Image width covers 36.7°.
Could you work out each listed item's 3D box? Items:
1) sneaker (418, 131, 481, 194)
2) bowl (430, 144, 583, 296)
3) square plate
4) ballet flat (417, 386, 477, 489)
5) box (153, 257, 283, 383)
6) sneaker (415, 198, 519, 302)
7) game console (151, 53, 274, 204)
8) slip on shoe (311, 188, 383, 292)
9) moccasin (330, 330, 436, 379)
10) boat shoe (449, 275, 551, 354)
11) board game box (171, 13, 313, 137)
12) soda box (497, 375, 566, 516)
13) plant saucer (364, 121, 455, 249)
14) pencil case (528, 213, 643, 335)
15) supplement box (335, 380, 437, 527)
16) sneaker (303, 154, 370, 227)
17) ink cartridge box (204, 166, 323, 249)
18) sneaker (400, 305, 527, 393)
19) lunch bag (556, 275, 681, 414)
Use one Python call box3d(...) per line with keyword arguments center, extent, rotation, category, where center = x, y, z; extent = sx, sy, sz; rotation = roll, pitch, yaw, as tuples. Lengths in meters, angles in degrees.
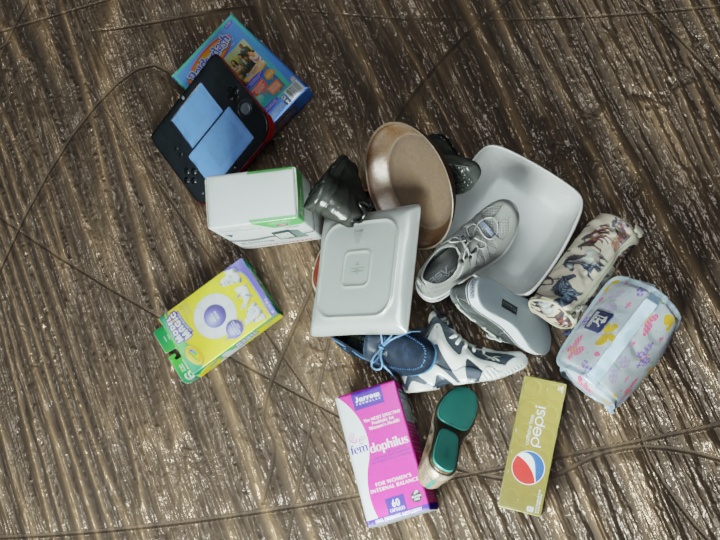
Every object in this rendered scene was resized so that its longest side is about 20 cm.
box3d(center=(0.122, -0.177, 1.709), extent=(0.199, 0.076, 0.091), rotation=(16, 63, 51), category="sneaker")
box3d(center=(0.231, -0.071, 1.708), extent=(0.199, 0.075, 0.201), rotation=(32, 86, 15), category="bowl")
box3d(center=(0.000, 0.000, 1.670), extent=(0.198, 0.028, 0.201), rotation=(-4, 74, 40), category="square plate")
box3d(center=(0.125, 0.253, 1.641), extent=(0.068, 0.200, 0.068), rotation=(32, 127, 2), category="ballet flat")
box3d(center=(-0.240, 0.085, 1.782), extent=(0.199, 0.048, 0.118), rotation=(-37, 75, 4), category="box")
box3d(center=(0.164, -0.029, 1.634), extent=(0.075, 0.082, 0.200), rotation=(44, 91, 14), category="sneaker")
box3d(center=(-0.248, -0.231, 1.813), extent=(0.200, 0.031, 0.177), rotation=(-46, 77, 23), category="game console")
box3d(center=(-0.020, -0.048, 1.758), extent=(0.074, 0.061, 0.201), rotation=(30, 88, 13), category="slip on shoe")
box3d(center=(0.026, 0.121, 1.673), extent=(0.199, 0.068, 0.081), rotation=(6, 81, 42), category="moccasin")
box3d(center=(0.213, 0.074, 1.651), extent=(0.068, 0.198, 0.074), rotation=(-13, 58, 45), category="boat shoe")
box3d(center=(-0.201, -0.315, 1.849), extent=(0.152, 0.045, 0.200), rotation=(-45, 76, 1), category="board game box")
box3d(center=(0.261, 0.265, 1.645), extent=(0.067, 0.064, 0.202), rotation=(11, 81, 13), category="soda box")
box3d(center=(0.083, -0.133, 1.658), extent=(0.036, 0.201, 0.201), rotation=(-24, 72, -33), category="plant saucer")
box3d(center=(0.344, 0.001, 1.646), extent=(0.089, 0.078, 0.200), rotation=(23, 65, 44), category="pencil case")
box3d(center=(0.040, 0.281, 1.665), extent=(0.100, 0.103, 0.202), rotation=(-18, 75, 8), category="supplement box")
box3d(center=(-0.026, -0.113, 1.667), extent=(0.090, 0.200, 0.076), rotation=(35, 114, -4), category="sneaker")
box3d(center=(-0.147, -0.096, 1.720), extent=(0.144, 0.200, 0.085), rotation=(-7, 81, 9), category="ink cartridge box")
box3d(center=(0.153, 0.112, 1.685), extent=(0.197, 0.079, 0.131), rotation=(-11, 83, 15), category="sneaker")
box3d(center=(0.375, 0.104, 1.584), extent=(0.127, 0.200, 0.170), rotation=(37, 88, 14), category="lunch bag")
